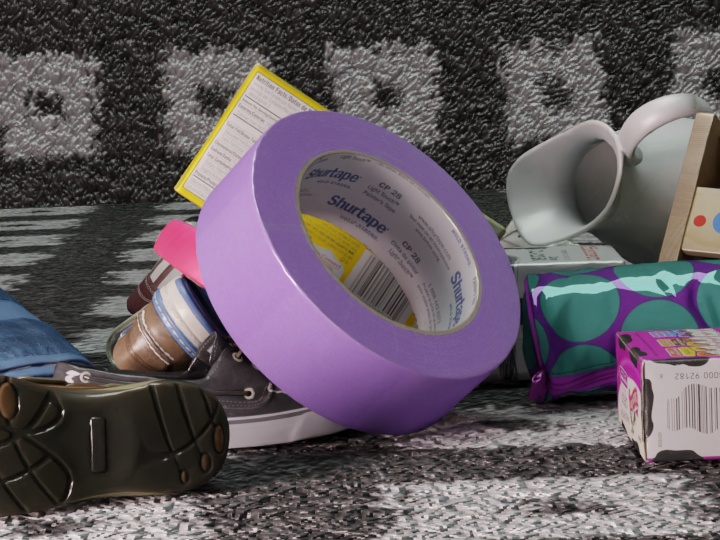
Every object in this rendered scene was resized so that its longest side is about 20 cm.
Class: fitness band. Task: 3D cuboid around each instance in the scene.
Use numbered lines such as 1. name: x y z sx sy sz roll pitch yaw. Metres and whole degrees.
1. fitness band: -0.041 0.025 1.515 0.200 0.037 0.144 32 1 -15

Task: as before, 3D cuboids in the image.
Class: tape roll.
1. tape roll: 0.000 0.000 1.438 0.200 0.200 0.066 -9 -30 -48

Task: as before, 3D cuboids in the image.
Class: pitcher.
1. pitcher: 0.235 -0.070 1.767 0.200 0.121 0.172 8 -32 -41

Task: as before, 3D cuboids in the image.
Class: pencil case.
1. pencil case: 0.203 0.040 1.514 0.200 0.085 0.093 -3 49 0

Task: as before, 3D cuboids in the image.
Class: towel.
1. towel: -0.258 0.040 1.536 0.112 0.049 0.200 -6 29 -45

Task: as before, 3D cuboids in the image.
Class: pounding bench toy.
1. pounding bench toy: 0.322 -0.006 1.666 0.156 0.124 0.200 7 -22 27

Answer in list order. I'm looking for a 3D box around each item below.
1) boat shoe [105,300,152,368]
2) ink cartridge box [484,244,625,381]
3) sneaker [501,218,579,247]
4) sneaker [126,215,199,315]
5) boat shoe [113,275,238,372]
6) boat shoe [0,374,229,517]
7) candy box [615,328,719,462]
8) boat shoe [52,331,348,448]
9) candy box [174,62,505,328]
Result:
1. boat shoe: -0.098 0.029 1.641 0.200 0.072 0.062 -34 -13 39
2. ink cartridge box: 0.087 0.030 1.661 0.200 0.084 0.144 -1 5 2
3. sneaker: 0.149 0.000 1.854 0.200 0.100 0.078 -1 6 15
4. sneaker: -0.099 0.034 1.786 0.200 0.116 0.076 27 28 -43
5. boat shoe: -0.113 0.052 1.526 0.072 0.072 0.200 -33 -18 4
6. boat shoe: -0.172 0.092 1.256 0.200 0.076 0.074 4 -3 -25
7. candy box: 0.252 0.067 1.345 0.200 0.061 0.136 -3 5 1
8. boat shoe: -0.090 0.070 1.416 0.200 0.066 0.070 -4 6 -14
9. candy box: -0.014 -0.041 1.569 0.200 0.102 0.026 34 -2 -2
